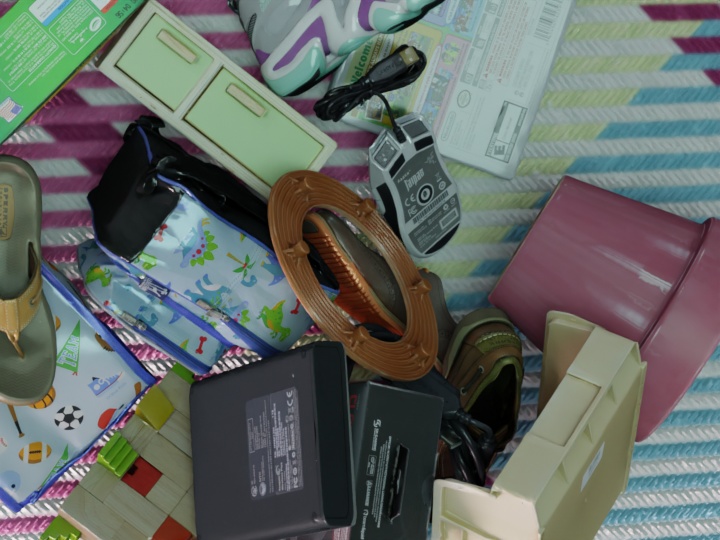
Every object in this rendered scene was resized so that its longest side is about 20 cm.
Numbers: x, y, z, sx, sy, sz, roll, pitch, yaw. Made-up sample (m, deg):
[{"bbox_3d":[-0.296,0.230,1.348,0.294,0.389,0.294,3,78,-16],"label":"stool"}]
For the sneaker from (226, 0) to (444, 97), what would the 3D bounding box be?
[{"bbox_3d":[-0.021,-0.251,1.702,0.200,0.078,0.140,-31,89,8],"label":"sneaker"}]

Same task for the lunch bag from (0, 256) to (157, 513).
[{"bbox_3d":[-0.293,0.077,1.691,0.170,0.124,0.200,-44,96,-4],"label":"lunch bag"}]

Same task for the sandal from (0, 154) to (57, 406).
[{"bbox_3d":[-0.279,0.007,1.604,0.080,0.054,0.201,-1,87,-15],"label":"sandal"}]

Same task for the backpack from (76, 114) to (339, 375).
[{"bbox_3d":[-0.131,-0.004,1.680,0.200,0.183,0.147,33,98,-21],"label":"backpack"}]

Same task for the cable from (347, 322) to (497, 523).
[{"bbox_3d":[0.037,0.134,1.748,0.051,0.200,0.164,-33,141,-33],"label":"cable"}]

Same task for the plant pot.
[{"bbox_3d":[0.216,0.018,1.750,0.179,0.200,0.200,31,92,2],"label":"plant pot"}]

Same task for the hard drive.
[{"bbox_3d":[-0.074,0.141,1.598,0.033,0.200,0.140,3,77,-33],"label":"hard drive"}]

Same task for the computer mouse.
[{"bbox_3d":[0.030,-0.095,1.735,0.110,0.044,0.200,-40,131,-24],"label":"computer mouse"}]

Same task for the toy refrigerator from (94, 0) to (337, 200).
[{"bbox_3d":[-0.121,-0.139,1.715,0.200,0.070,0.076,38,91,-13],"label":"toy refrigerator"}]

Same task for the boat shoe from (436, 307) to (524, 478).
[{"bbox_3d":[0.097,0.128,1.753,0.072,0.068,0.200,-9,132,-16],"label":"boat shoe"}]

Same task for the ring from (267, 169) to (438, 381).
[{"bbox_3d":[0.000,0.000,1.663,0.019,0.201,0.201,-35,105,26],"label":"ring"}]

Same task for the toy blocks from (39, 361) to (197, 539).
[{"bbox_3d":[-0.153,0.187,1.707,0.137,0.100,0.200,37,69,4],"label":"toy blocks"}]

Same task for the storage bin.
[{"bbox_3d":[0.142,0.169,1.642,0.094,0.199,0.200,22,50,20],"label":"storage bin"}]

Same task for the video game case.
[{"bbox_3d":[0.082,-0.201,1.768,0.182,0.022,0.201,18,96,-13],"label":"video game case"}]

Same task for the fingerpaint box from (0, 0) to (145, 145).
[{"bbox_3d":[-0.255,-0.182,1.634,0.200,0.167,0.073,-45,101,-2],"label":"fingerpaint box"}]

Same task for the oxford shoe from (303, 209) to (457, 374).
[{"bbox_3d":[0.023,0.014,1.774,0.073,0.071,0.200,-45,111,-19],"label":"oxford shoe"}]

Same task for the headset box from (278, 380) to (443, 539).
[{"bbox_3d":[-0.015,0.169,1.617,0.077,0.200,0.149,14,78,-30],"label":"headset box"}]
